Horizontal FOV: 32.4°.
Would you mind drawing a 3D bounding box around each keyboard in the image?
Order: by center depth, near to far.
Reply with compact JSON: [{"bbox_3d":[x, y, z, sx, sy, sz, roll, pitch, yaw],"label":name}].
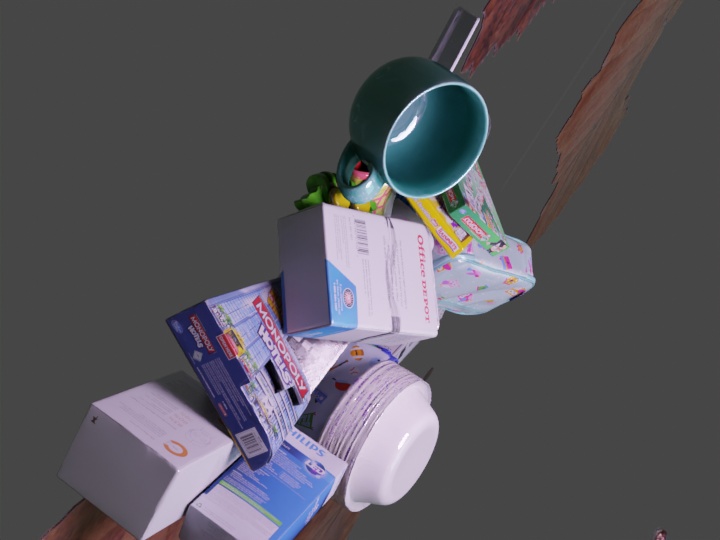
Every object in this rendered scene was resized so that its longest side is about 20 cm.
[{"bbox_3d":[0.096,-0.251,1.639,0.011,0.056,0.201,16,109,-38],"label":"keyboard"}]

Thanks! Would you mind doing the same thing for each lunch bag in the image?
[{"bbox_3d":[-0.063,0.164,1.733,0.201,0.169,0.124,-56,161,-13],"label":"lunch bag"},{"bbox_3d":[0.151,0.004,1.827,0.199,0.078,0.160,17,144,-39],"label":"lunch bag"}]

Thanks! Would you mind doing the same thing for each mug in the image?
[{"bbox_3d":[0.048,-0.175,1.486,0.183,0.114,0.154,-14,128,-29],"label":"mug"}]

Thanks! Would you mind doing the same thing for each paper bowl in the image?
[{"bbox_3d":[0.030,0.230,1.661,0.201,0.104,0.202,-45,151,-33],"label":"paper bowl"}]

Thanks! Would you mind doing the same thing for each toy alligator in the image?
[{"bbox_3d":[-0.015,-0.090,1.544,0.199,0.059,0.055,8,76,-51],"label":"toy alligator"}]

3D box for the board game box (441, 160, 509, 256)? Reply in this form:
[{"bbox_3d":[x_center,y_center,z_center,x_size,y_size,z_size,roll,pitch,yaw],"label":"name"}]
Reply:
[{"bbox_3d":[0.133,-0.130,1.671,0.029,0.202,0.134,-29,143,18],"label":"board game box"}]

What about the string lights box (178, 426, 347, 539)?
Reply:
[{"bbox_3d":[-0.109,0.264,1.436,0.200,0.102,0.059,-39,158,-53],"label":"string lights box"}]

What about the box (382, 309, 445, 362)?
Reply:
[{"bbox_3d":[0.050,0.080,2.034,0.200,0.116,0.060,-44,161,-43],"label":"box"}]

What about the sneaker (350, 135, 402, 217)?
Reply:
[{"bbox_3d":[0.006,-0.110,1.617,0.090,0.078,0.201,12,115,-51],"label":"sneaker"}]

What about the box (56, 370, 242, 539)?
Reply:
[{"bbox_3d":[-0.221,0.201,1.385,0.098,0.124,0.200,-61,165,15],"label":"box"}]

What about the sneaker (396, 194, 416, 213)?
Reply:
[{"bbox_3d":[0.067,-0.129,1.761,0.201,0.074,0.087,109,6,-56],"label":"sneaker"}]

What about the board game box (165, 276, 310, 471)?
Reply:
[{"bbox_3d":[-0.119,0.096,1.449,0.061,0.201,0.200,-24,-168,23],"label":"board game box"}]

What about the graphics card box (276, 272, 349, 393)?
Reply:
[{"bbox_3d":[-0.078,0.073,1.582,0.201,0.125,0.051,-53,-168,-21],"label":"graphics card box"}]

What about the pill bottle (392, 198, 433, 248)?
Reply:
[{"bbox_3d":[0.000,0.000,1.704,0.200,0.112,0.112,-47,163,-13],"label":"pill bottle"}]

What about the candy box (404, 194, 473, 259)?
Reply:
[{"bbox_3d":[0.117,-0.082,1.657,0.026,0.102,0.200,-39,-179,19],"label":"candy box"}]

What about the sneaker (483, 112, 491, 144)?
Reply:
[{"bbox_3d":[0.142,-0.179,1.835,0.200,0.074,0.087,-45,-166,-29],"label":"sneaker"}]

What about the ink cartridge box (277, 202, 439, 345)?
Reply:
[{"bbox_3d":[-0.002,0.010,1.516,0.199,0.083,0.147,9,71,-48],"label":"ink cartridge box"}]
